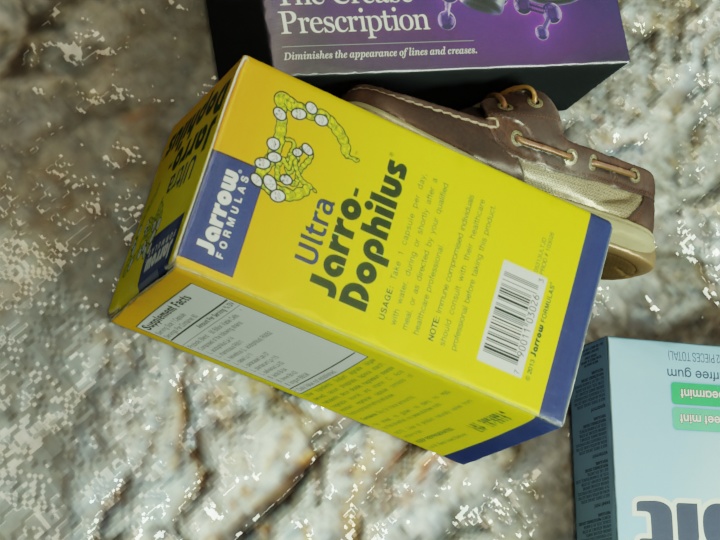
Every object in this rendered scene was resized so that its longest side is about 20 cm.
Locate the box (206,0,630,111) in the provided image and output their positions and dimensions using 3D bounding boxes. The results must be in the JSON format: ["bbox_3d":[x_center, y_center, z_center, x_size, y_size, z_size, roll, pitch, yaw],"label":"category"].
[{"bbox_3d":[0.023,-0.155,1.031,0.199,0.079,0.142,-5,75,-25],"label":"box"}]

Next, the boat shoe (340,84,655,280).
[{"bbox_3d":[0.072,-0.059,1.021,0.199,0.072,0.072,21,71,-26],"label":"boat shoe"}]

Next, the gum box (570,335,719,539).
[{"bbox_3d":[0.195,0.141,1.040,0.169,0.045,0.201,6,74,-22],"label":"gum box"}]

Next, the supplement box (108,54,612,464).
[{"bbox_3d":[0.000,0.000,0.958,0.199,0.109,0.110,23,68,-16],"label":"supplement box"}]
